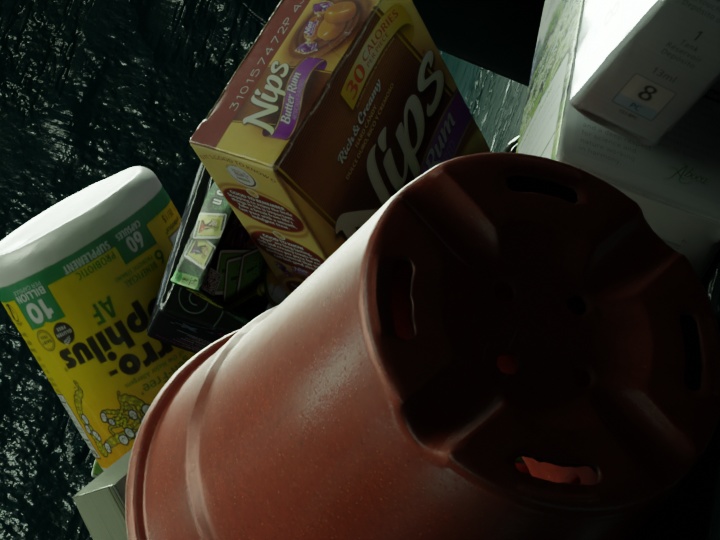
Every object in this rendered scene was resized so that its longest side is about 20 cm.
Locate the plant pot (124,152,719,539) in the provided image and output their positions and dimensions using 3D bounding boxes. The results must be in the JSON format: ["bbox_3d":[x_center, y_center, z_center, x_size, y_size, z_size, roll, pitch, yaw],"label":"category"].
[{"bbox_3d":[0.032,0.065,1.118,0.195,0.200,0.201,129,160,-54],"label":"plant pot"}]

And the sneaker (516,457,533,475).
[{"bbox_3d":[0.057,0.083,1.289,0.077,0.085,0.201,119,168,-68],"label":"sneaker"}]

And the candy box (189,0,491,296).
[{"bbox_3d":[0.002,-0.042,1.377,0.117,0.056,0.200,-59,-36,-20],"label":"candy box"}]

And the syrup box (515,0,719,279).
[{"bbox_3d":[0.117,-0.078,1.225,0.079,0.081,0.200,117,170,-47],"label":"syrup box"}]

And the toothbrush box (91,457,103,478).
[{"bbox_3d":[-0.058,0.114,1.770,0.146,0.199,0.086,133,155,-79],"label":"toothbrush box"}]

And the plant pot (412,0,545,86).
[{"bbox_3d":[0.115,-0.204,1.396,0.141,0.141,0.200,113,178,-46],"label":"plant pot"}]

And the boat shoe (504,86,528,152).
[{"bbox_3d":[0.098,-0.045,1.422,0.074,0.063,0.202,127,156,-65],"label":"boat shoe"}]

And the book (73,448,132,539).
[{"bbox_3d":[-0.062,0.173,1.550,0.048,0.200,0.134,-18,14,39],"label":"book"}]

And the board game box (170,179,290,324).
[{"bbox_3d":[-0.021,-0.068,1.402,0.105,0.023,0.201,33,-103,-58],"label":"board game box"}]

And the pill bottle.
[{"bbox_3d":[-0.118,0.052,1.633,0.113,0.200,0.113,-28,11,6],"label":"pill bottle"}]

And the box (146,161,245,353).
[{"bbox_3d":[0.000,0.000,1.541,0.115,0.199,0.133,136,152,-77],"label":"box"}]

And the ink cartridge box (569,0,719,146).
[{"bbox_3d":[0.155,-0.167,1.123,0.200,0.047,0.160,-52,18,45],"label":"ink cartridge box"}]
